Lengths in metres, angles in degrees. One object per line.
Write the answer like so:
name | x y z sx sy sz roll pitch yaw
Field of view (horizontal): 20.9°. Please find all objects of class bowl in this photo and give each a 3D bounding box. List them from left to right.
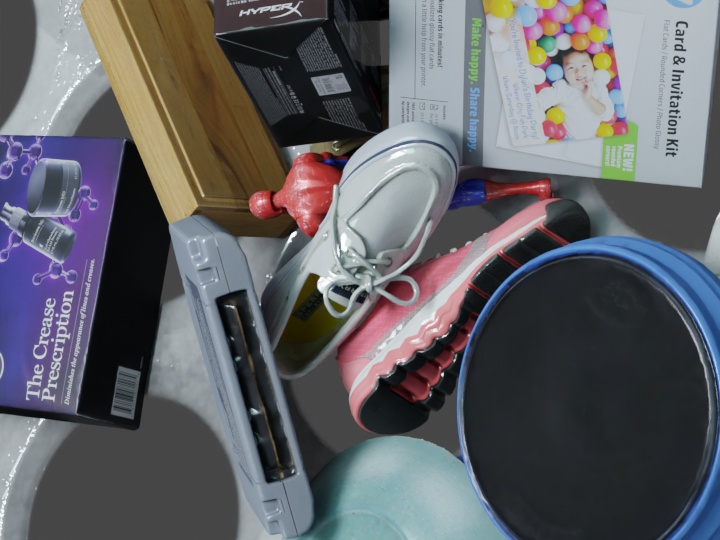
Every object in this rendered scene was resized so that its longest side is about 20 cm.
bowl | 0.137 0.080 1.110 0.200 0.039 0.201 -3 85 42

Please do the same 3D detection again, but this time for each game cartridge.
game cartridge | -0.078 0.064 1.266 0.041 0.133 0.200 -16 101 -6

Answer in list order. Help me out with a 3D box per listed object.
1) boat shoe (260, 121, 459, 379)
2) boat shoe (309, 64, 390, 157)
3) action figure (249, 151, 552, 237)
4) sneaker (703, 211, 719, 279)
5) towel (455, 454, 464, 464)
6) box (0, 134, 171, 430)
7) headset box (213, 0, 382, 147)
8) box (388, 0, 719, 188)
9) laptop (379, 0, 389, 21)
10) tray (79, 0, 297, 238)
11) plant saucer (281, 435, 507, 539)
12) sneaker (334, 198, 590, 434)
boat shoe | -0.005 -0.001 1.229 0.202 0.075 0.086 -48 25 32
boat shoe | 0.049 -0.110 1.297 0.200 0.073 0.063 -8 88 29
action figure | 0.028 -0.047 1.303 0.199 0.099 0.065 -6 71 6
sneaker | 0.223 0.044 1.136 0.075 0.100 0.201 -4 75 37
towel | 0.108 0.197 1.211 0.147 0.024 0.200 -25 66 22
box | -0.221 0.007 1.420 0.141 0.079 0.201 3 79 33
headset box | -0.038 -0.202 1.245 0.075 0.149 0.200 -7 65 12
box | 0.118 -0.135 1.194 0.199 0.041 0.156 6 121 10
laptop | -0.004 -0.235 1.392 0.199 0.103 0.178 -11 71 1
tray | -0.119 -0.115 1.373 0.037 0.099 0.200 -45 58 37
plant saucer | 0.007 0.204 1.238 0.201 0.039 0.202 -9 76 40
sneaker | 0.057 0.012 1.259 0.200 0.074 0.087 -42 45 9
